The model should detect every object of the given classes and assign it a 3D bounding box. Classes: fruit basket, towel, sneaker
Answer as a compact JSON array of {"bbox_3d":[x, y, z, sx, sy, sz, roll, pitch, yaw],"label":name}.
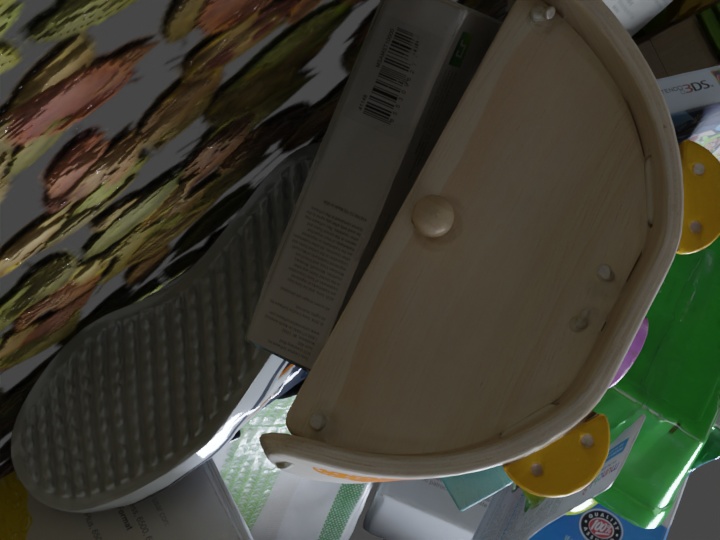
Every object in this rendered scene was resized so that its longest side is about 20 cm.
[{"bbox_3d":[0.106,0.053,0.999,0.186,0.094,0.200,-61,179,-31],"label":"fruit basket"},{"bbox_3d":[-0.074,0.101,1.102,0.199,0.031,0.150,-6,135,-33],"label":"towel"},{"bbox_3d":[-0.058,0.031,0.990,0.200,0.079,0.079,-41,166,5],"label":"sneaker"}]

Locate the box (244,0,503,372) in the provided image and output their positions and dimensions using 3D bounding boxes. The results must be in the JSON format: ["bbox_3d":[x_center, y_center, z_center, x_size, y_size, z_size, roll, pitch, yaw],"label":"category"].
[{"bbox_3d":[0.028,-0.033,0.924,0.145,0.036,0.200,-67,161,7],"label":"box"}]

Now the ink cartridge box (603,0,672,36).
[{"bbox_3d":[0.146,-0.171,0.921,0.200,0.047,0.160,-43,171,9],"label":"ink cartridge box"}]

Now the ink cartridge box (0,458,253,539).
[{"bbox_3d":[-0.126,0.184,1.023,0.199,0.145,0.147,-27,143,-6],"label":"ink cartridge box"}]

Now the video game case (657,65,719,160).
[{"bbox_3d":[0.143,-0.035,1.080,0.182,0.023,0.200,-15,156,-35],"label":"video game case"}]

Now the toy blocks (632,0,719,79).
[{"bbox_3d":[0.115,-0.074,1.136,0.136,0.100,0.200,-28,-177,-10],"label":"toy blocks"}]

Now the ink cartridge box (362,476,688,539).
[{"bbox_3d":[0.106,0.066,1.217,0.084,0.144,0.201,110,4,-69],"label":"ink cartridge box"}]

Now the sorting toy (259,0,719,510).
[{"bbox_3d":[0.049,0.013,0.873,0.200,0.107,0.180,-61,-179,-13],"label":"sorting toy"}]
